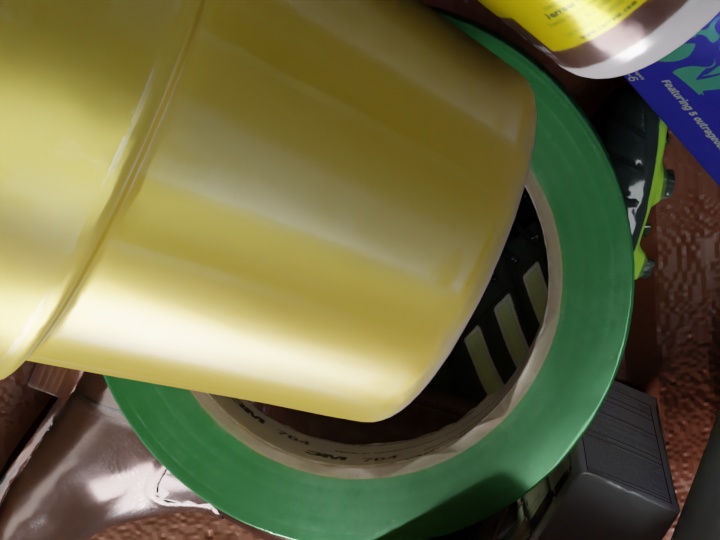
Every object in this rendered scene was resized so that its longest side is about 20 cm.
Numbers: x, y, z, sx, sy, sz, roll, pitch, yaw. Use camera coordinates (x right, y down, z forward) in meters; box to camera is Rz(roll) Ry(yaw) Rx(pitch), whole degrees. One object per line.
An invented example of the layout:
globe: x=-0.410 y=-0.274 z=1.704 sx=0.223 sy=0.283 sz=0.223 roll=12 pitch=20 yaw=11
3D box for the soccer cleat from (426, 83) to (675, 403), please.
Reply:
soccer cleat: x=0.057 y=0.008 z=1.105 sx=0.081 sy=0.068 sz=0.200 roll=20 pitch=120 yaw=-12

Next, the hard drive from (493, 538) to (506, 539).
hard drive: x=0.081 y=0.145 z=1.062 sx=0.200 sy=0.033 sz=0.140 roll=23 pitch=159 yaw=-31

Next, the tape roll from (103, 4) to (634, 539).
tape roll: x=0.000 y=0.000 z=1.040 sx=0.200 sy=0.048 sz=0.201 roll=0 pitch=97 yaw=4

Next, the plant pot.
plant pot: x=-0.055 y=-0.042 z=0.930 sx=0.189 sy=0.201 sz=0.201 roll=24 pitch=118 yaw=-15

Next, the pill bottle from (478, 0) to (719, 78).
pill bottle: x=0.032 y=-0.156 z=0.871 sx=0.200 sy=0.109 sz=0.109 roll=37 pitch=111 yaw=-22

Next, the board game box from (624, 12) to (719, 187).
board game box: x=0.201 y=-0.082 z=1.010 sx=0.200 sy=0.045 sz=0.152 roll=-11 pitch=143 yaw=34

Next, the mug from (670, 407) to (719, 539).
mug: x=0.195 y=0.094 z=1.140 sx=0.149 sy=0.153 sz=0.187 roll=15 pitch=164 yaw=-6

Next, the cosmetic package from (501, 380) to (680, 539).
cosmetic package: x=0.059 y=0.142 z=1.184 sx=0.051 sy=0.083 sz=0.200 roll=23 pitch=117 yaw=-13

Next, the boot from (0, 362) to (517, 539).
boot: x=-0.047 y=0.106 z=1.122 sx=0.200 sy=0.064 sz=0.186 roll=21 pitch=117 yaw=-4
